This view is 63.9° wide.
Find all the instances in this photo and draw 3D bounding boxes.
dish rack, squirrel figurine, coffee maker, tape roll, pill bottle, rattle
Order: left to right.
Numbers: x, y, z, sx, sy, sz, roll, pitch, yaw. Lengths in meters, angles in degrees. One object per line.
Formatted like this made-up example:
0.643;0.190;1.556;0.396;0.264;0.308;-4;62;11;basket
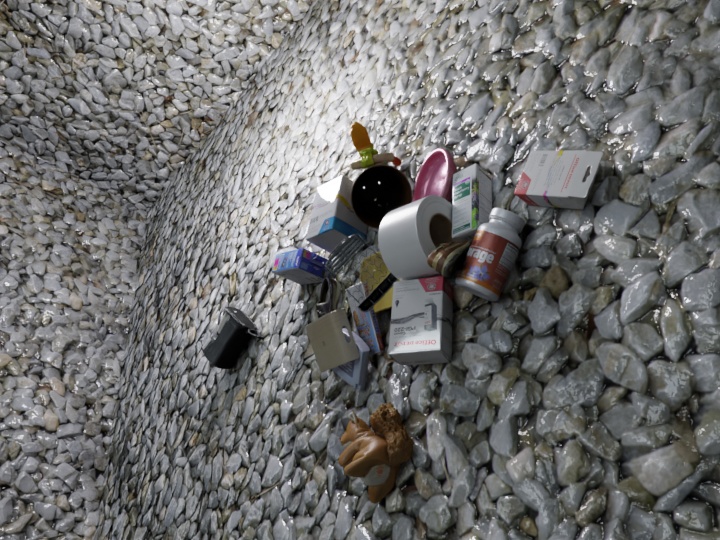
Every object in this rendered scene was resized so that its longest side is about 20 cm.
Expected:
-0.490;0.269;2.176;0.202;0.134;0.192;-58;36;8;coffee maker
0.000;0.000;1.603;0.153;0.055;0.200;-45;78;-1;dish rack
0.035;0.425;1.432;0.200;0.142;0.187;-43;27;4;squirrel figurine
0.045;-0.388;1.817;0.130;0.198;0.145;-30;85;47;rattle
0.163;-0.080;1.506;0.138;0.201;0.206;-16;55;46;tape roll
0.311;-0.039;1.366;0.112;0.111;0.203;19;83;55;pill bottle

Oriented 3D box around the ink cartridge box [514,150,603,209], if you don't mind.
0.464;-0.208;1.319;0.199;0.067;0.118;18;82;56;ink cartridge box

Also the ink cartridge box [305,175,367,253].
-0.068;-0.179;1.914;0.146;0.145;0.203;-17;55;46;ink cartridge box

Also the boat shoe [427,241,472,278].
0.217;-0.040;1.393;0.073;0.199;0.077;24;109;19;boat shoe

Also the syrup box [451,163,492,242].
0.291;-0.167;1.502;0.078;0.081;0.203;-21;54;41;syrup box

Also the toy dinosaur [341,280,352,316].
-0.044;0.131;1.770;0.203;0.047;0.088;-67;21;-5;toy dinosaur

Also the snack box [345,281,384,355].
0.012;0.139;1.636;0.071;0.024;0.203;-24;76;41;snack box

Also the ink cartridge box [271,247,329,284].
-0.190;-0.013;1.970;0.198;0.135;0.078;-6;66;50;ink cartridge box

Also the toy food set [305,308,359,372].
-0.081;0.203;1.655;0.199;0.060;0.146;-33;74;54;toy food set

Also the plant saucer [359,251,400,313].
0.077;0.034;1.675;0.198;0.048;0.203;-24;50;41;plant saucer

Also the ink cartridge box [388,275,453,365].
0.154;0.127;1.453;0.143;0.085;0.203;-9;61;26;ink cartridge box

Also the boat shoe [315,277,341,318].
-0.114;0.120;1.848;0.071;0.064;0.203;-9;62;47;boat shoe

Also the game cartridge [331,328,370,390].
-0.038;0.243;1.659;0.199;0.041;0.136;25;107;55;game cartridge

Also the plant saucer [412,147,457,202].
0.215;-0.243;1.640;0.200;0.050;0.204;-165;90;-70;plant saucer

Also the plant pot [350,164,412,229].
0.052;-0.240;1.788;0.188;0.185;0.200;-56;13;8;plant pot
